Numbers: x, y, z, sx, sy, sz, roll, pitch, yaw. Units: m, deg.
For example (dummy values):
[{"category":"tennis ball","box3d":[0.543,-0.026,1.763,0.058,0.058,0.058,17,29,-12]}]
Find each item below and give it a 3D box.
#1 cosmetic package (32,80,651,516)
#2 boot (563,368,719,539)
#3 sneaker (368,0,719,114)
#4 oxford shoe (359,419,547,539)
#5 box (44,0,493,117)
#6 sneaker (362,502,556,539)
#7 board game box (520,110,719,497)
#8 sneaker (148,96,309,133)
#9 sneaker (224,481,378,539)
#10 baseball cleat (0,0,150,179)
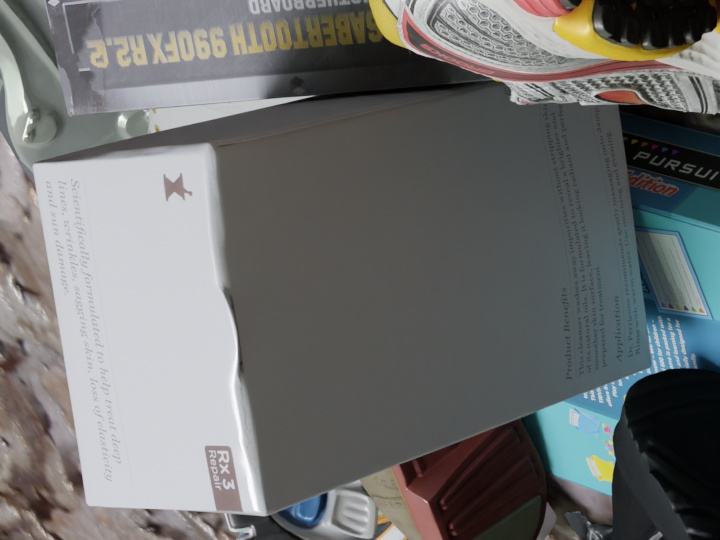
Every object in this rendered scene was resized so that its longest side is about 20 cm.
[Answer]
[{"category":"cosmetic package","box3d":[0.000,0.000,0.900,0.081,0.200,0.113,-1,99,43]},{"category":"boot","box3d":[0.124,0.148,0.962,0.199,0.073,0.163,-117,25,-43]},{"category":"sneaker","box3d":[0.079,-0.084,0.826,0.082,0.200,0.078,-11,77,38]},{"category":"oxford shoe","box3d":[0.003,0.028,1.046,0.075,0.070,0.201,19,137,47]},{"category":"box","box3d":[-0.020,-0.136,0.912,0.199,0.048,0.159,-3,104,35]},{"category":"sneaker","box3d":[-0.002,0.113,1.227,0.079,0.078,0.200,48,138,-8]},{"category":"board game box","box3d":[0.110,0.020,1.014,0.199,0.047,0.151,19,137,40]},{"category":"sneaker","box3d":[-0.081,-0.095,1.056,0.200,0.074,0.116,35,142,19]},{"category":"sneaker","box3d":[-0.043,0.026,1.143,0.087,0.075,0.201,156,108,-81]},{"category":"baseball cleat","box3d":[-0.146,-0.112,1.183,0.200,0.070,0.107,58,179,-34]}]
